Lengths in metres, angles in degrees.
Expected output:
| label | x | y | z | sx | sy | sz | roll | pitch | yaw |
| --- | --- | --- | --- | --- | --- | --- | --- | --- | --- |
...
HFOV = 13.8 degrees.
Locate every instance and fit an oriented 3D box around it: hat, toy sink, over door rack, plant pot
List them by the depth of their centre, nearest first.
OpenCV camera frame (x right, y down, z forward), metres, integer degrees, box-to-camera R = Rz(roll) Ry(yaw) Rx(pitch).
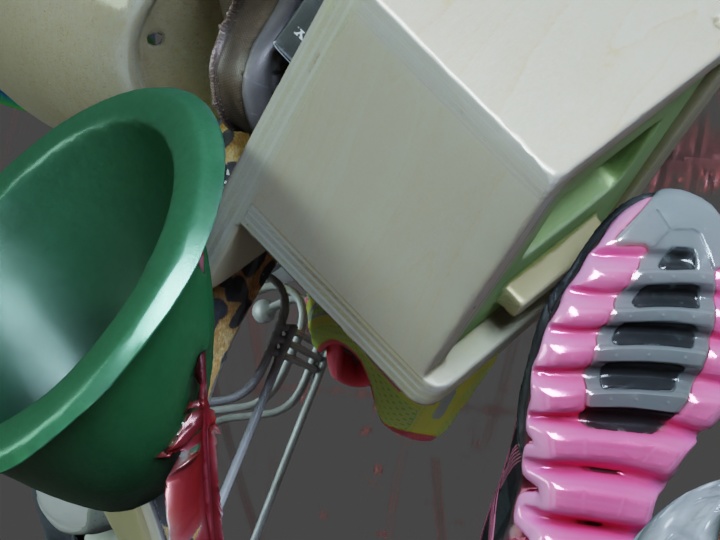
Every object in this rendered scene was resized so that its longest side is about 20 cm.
| label | x | y | z | sx | sy | sz | roll | pitch | yaw |
| --- | --- | --- | --- | --- | --- | --- | --- | --- | --- |
| toy sink | 0.040 | -0.041 | 1.082 | 0.112 | 0.130 | 0.200 | 46 | 142 | 10 |
| hat | -0.069 | 0.061 | 1.120 | 0.165 | 0.176 | 0.200 | 14 | 67 | 55 |
| over door rack | -0.065 | 0.102 | 1.288 | 0.148 | 0.066 | 0.201 | 36 | -116 | -81 |
| plant pot | -0.079 | -0.129 | 1.339 | 0.201 | 0.200 | 0.135 | -68 | 30 | 21 |

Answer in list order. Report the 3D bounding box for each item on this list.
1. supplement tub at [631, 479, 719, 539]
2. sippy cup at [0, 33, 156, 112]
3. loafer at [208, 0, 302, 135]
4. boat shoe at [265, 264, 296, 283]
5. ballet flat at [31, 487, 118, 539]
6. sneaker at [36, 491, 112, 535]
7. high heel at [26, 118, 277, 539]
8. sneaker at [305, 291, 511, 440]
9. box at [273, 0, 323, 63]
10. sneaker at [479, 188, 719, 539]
| label | x | y | z | sx | sy | sz | roll | pitch | yaw |
| --- | --- | --- | --- | --- | --- | --- | --- | --- | --- |
| supplement tub | 0.108 | 0.146 | 0.916 | 0.200 | 0.122 | 0.123 | -54 | 34 | 43 |
| sippy cup | -0.163 | -0.170 | 1.622 | 0.177 | 0.140 | 0.131 | -5 | 62 | 38 |
| loafer | -0.031 | -0.116 | 1.214 | 0.200 | 0.071 | 0.073 | -68 | -26 | -52 |
| boat shoe | -0.067 | -0.031 | 1.420 | 0.200 | 0.066 | 0.070 | -18 | 63 | 62 |
| ballet flat | -0.115 | 0.130 | 1.412 | 0.073 | 0.073 | 0.200 | -67 | 25 | 22 |
| sneaker | -0.132 | 0.052 | 1.407 | 0.200 | 0.070 | 0.080 | -106 | -5 | -59 |
| high heel | -0.044 | 0.041 | 1.196 | 0.071 | 0.142 | 0.201 | 4 | 113 | 67 |
| sneaker | 0.000 | 0.000 | 1.258 | 0.091 | 0.078 | 0.200 | -70 | 27 | 22 |
| box | 0.060 | -0.161 | 1.118 | 0.036 | 0.143 | 0.200 | 42 | 121 | 10 |
| sneaker | 0.080 | 0.063 | 1.081 | 0.095 | 0.079 | 0.201 | -134 | 60 | -74 |
